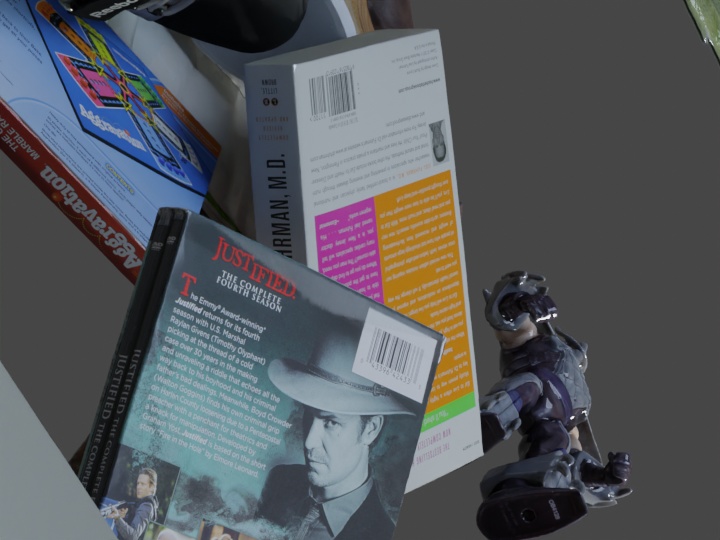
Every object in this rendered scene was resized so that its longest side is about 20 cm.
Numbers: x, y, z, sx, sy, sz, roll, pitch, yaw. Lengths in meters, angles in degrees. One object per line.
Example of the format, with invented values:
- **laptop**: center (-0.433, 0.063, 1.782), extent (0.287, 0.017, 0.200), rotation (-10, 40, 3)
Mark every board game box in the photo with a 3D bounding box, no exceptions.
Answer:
- **board game box**: center (-0.136, -0.089, 1.104), extent (0.200, 0.019, 0.103), rotation (47, 31, -22)

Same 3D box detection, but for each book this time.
- **book**: center (0.000, 0.000, 1.198), extent (0.134, 0.048, 0.200), rotation (-22, 111, -60)

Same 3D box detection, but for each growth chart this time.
- **growth chart**: center (-0.068, -0.052, 1.230), extent (0.200, 0.018, 0.145), rotation (55, 28, -22)

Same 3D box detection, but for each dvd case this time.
- **dvd case**: center (-0.046, 0.094, 1.007), extent (0.146, 0.022, 0.200), rotation (26, 75, -41)

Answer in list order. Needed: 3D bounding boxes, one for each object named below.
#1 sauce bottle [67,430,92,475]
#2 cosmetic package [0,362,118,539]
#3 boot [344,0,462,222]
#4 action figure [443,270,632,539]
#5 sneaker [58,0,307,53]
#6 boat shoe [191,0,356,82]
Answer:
- **sauce bottle**: center (-0.035, 0.131, 1.075), extent (0.200, 0.066, 0.066), rotation (46, 31, -32)
- **cosmetic package**: center (-0.158, 0.067, 0.848), extent (0.200, 0.104, 0.073), rotation (58, 27, -13)
- **boot**: center (0.005, -0.086, 1.376), extent (0.200, 0.072, 0.166), rotation (-84, 156, -56)
- **action figure**: center (0.090, 0.072, 1.373), extent (0.130, 0.069, 0.200), rotation (57, 23, -7)
- **sneaker**: center (-0.107, -0.132, 1.102), extent (0.200, 0.074, 0.089), rotation (31, 37, -26)
- **boat shoe**: center (-0.073, -0.163, 1.231), extent (0.200, 0.071, 0.070), rotation (42, 33, -17)
